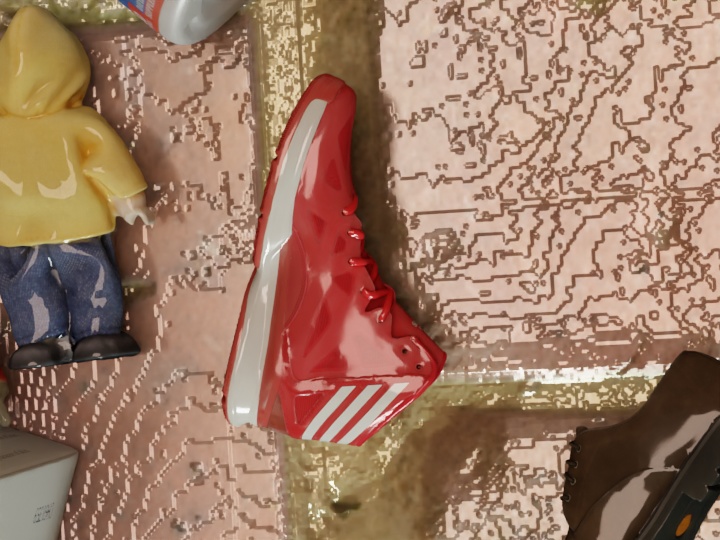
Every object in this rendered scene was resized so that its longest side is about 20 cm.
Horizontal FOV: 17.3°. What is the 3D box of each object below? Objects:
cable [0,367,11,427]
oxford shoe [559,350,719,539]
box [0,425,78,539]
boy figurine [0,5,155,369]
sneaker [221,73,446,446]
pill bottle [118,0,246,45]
[{"bbox_3d":[-0.238,0.000,1.336,0.050,0.097,0.201,-21,66,12],"label":"cable"},{"bbox_3d":[0.136,0.128,1.253,0.084,0.073,0.200,42,98,26],"label":"oxford shoe"},{"bbox_3d":[-0.263,0.181,1.274,0.130,0.200,0.200,15,95,12],"label":"box"},{"bbox_3d":[-0.178,-0.045,1.319,0.124,0.064,0.201,-10,88,14],"label":"boy figurine"},{"bbox_3d":[0.000,0.000,1.281,0.115,0.078,0.201,14,107,4],"label":"sneaker"},{"bbox_3d":[-0.139,-0.223,1.280,0.200,0.112,0.112,39,99,10],"label":"pill bottle"}]
